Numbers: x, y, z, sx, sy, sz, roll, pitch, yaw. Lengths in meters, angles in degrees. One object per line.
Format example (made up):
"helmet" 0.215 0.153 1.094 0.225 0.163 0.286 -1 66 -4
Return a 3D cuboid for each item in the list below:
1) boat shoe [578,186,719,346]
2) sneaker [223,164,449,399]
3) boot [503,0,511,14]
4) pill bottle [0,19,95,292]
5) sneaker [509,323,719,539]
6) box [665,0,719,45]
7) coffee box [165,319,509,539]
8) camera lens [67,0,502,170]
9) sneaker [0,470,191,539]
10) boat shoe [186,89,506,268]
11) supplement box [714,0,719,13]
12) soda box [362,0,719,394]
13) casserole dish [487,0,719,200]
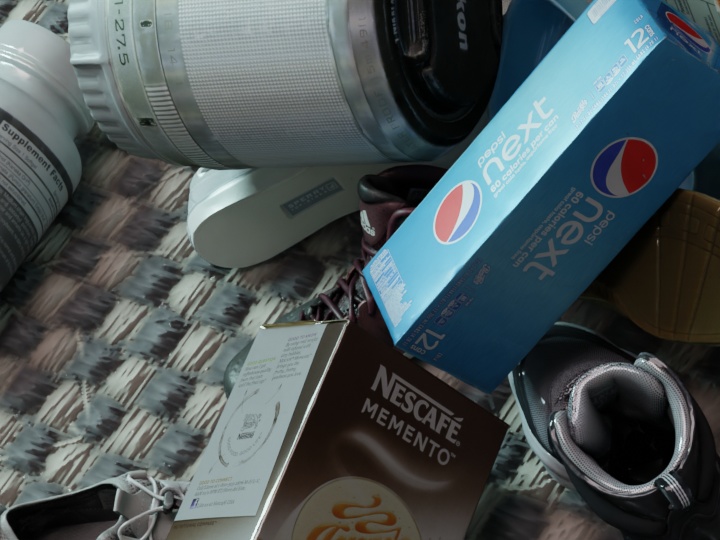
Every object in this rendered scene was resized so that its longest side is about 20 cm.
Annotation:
"boat shoe" 0.150 -0.002 1.207 0.200 0.063 0.073 7 89 52
"sneaker" 0.000 0.000 1.306 0.199 0.116 0.076 -26 45 6
"boot" 0.030 -0.174 1.474 0.199 0.077 0.139 -19 56 22
"pill bottle" -0.239 -0.051 1.486 0.110 0.111 0.200 16 62 37
"sneaker" 0.121 0.069 1.172 0.075 0.114 0.200 -35 45 -2
"box" 0.261 -0.126 1.261 0.109 0.128 0.200 -47 47 -15
"coffee box" -0.025 0.137 1.177 0.080 0.114 0.201 -7 55 55
"camera lens" -0.034 -0.135 1.308 0.199 0.160 0.160 -1 53 29
"sneaker" -0.099 0.141 1.262 0.199 0.082 0.075 -12 48 14
"boat shoe" -0.011 -0.070 1.413 0.200 0.072 0.069 -30 44 16
"supplement box" 0.260 -0.156 1.150 0.199 0.067 0.069 10 56 34
"soda box" 0.092 -0.039 1.177 0.200 0.068 0.064 -49 35 20
"casserole dish" 0.133 -0.069 1.297 0.039 0.121 0.200 -15 45 -28
